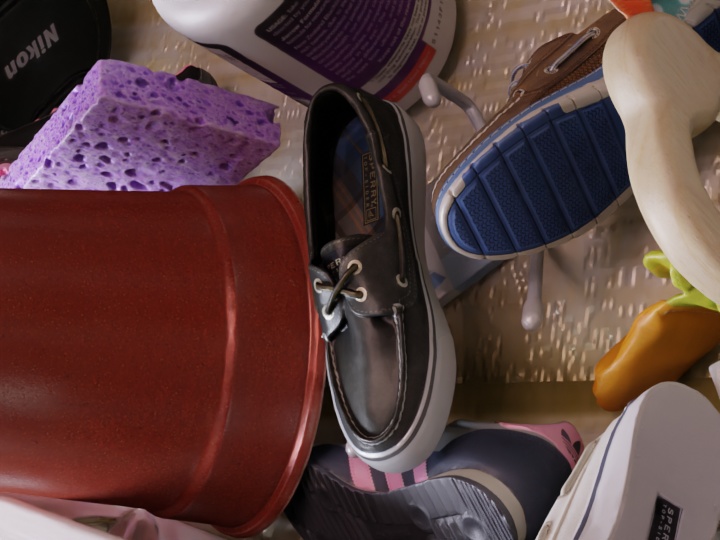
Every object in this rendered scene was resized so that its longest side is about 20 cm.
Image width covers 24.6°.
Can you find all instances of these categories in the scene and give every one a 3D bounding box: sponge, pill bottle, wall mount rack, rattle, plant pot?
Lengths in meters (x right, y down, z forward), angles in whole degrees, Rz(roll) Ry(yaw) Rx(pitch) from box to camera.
[{"bbox_3d":[-0.143,-0.053,0.968,0.200,0.111,0.030,-36,49,49],"label":"sponge"},{"bbox_3d":[-0.045,-0.164,0.900,0.111,0.199,0.112,-14,65,34],"label":"pill bottle"},{"bbox_3d":[0.032,0.000,0.871,0.200,0.074,0.175,-38,54,23],"label":"wall mount rack"},{"bbox_3d":[0.132,-0.055,0.771,0.201,0.130,0.143,56,153,2],"label":"rattle"},{"bbox_3d":[-0.147,0.039,0.876,0.200,0.194,0.203,-18,69,60],"label":"plant pot"}]

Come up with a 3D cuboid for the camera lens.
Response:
[{"bbox_3d":[-0.279,-0.168,1.127,0.199,0.160,0.161,22,88,42],"label":"camera lens"}]

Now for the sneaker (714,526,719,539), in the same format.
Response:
[{"bbox_3d":[0.087,0.211,0.748,0.201,0.077,0.147,-23,58,30],"label":"sneaker"}]

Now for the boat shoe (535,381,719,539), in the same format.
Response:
[{"bbox_3d":[0.096,0.136,0.681,0.070,0.071,0.201,-43,17,50],"label":"boat shoe"}]

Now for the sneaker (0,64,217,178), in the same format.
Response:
[{"bbox_3d":[-0.174,-0.082,1.053,0.198,0.079,0.096,-9,58,11],"label":"sneaker"}]

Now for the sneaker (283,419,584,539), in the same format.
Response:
[{"bbox_3d":[0.034,0.110,0.847,0.199,0.082,0.071,-3,116,52],"label":"sneaker"}]

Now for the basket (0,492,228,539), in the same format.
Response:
[{"bbox_3d":[-0.112,0.201,0.877,0.199,0.135,0.124,11,85,40],"label":"basket"}]

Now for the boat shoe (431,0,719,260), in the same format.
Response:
[{"bbox_3d":[0.111,-0.077,0.816,0.199,0.073,0.072,-33,34,-13],"label":"boat shoe"}]

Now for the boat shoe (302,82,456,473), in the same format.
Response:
[{"bbox_3d":[0.000,0.000,0.814,0.068,0.056,0.202,-22,58,31],"label":"boat shoe"}]

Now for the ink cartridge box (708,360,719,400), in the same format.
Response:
[{"bbox_3d":[0.255,0.051,0.682,0.199,0.059,0.105,-30,58,27],"label":"ink cartridge box"}]
